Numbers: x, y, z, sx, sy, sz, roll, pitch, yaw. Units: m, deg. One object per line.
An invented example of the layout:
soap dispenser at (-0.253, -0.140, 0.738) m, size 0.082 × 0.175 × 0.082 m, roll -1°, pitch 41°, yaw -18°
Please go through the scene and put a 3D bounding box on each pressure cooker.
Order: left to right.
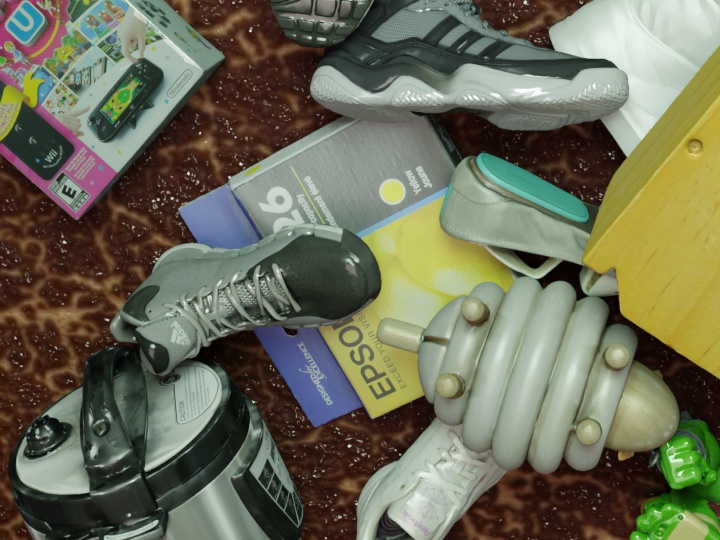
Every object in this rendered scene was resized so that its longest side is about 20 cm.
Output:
pressure cooker at (-0.146, 0.154, 0.961) m, size 0.176 × 0.179 × 0.200 m, roll 5°, pitch 125°, yaw 41°

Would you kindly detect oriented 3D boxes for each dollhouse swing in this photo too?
dollhouse swing at (0.259, -0.047, 0.816) m, size 0.200 × 0.176 × 0.182 m, roll 32°, pitch 120°, yaw -8°

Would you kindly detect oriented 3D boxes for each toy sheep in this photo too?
toy sheep at (0.105, 0.064, 0.882) m, size 0.200 × 0.138 × 0.138 m, roll 22°, pitch 112°, yaw 11°

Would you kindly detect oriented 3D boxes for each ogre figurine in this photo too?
ogre figurine at (0.241, 0.186, 0.952) m, size 0.098 × 0.120 × 0.200 m, roll -35°, pitch 100°, yaw 23°

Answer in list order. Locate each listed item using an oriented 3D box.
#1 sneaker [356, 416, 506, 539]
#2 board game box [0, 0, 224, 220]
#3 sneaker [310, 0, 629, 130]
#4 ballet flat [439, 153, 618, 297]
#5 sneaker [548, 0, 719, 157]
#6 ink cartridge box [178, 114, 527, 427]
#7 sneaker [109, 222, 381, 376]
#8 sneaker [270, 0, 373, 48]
sneaker at (0.069, 0.143, 0.976) m, size 0.075 × 0.100 × 0.200 m, roll 38°, pitch 110°, yaw -5°
board game box at (-0.216, -0.156, 0.935) m, size 0.200 × 0.064 × 0.148 m, roll 42°, pitch 110°, yaw -6°
sneaker at (0.068, -0.150, 0.857) m, size 0.200 × 0.075 × 0.114 m, roll 4°, pitch 83°, yaw 18°
ballet flat at (0.145, -0.017, 0.913) m, size 0.200 × 0.067 × 0.064 m, roll 20°, pitch 116°, yaw -13°
sneaker at (0.222, -0.103, 0.875) m, size 0.115 × 0.074 × 0.200 m, roll -34°, pitch 100°, yaw 22°
ink cartridge box at (0.000, 0.000, 0.966) m, size 0.200 × 0.047 × 0.198 m, roll -28°, pitch 104°, yaw 15°
sneaker at (-0.087, 0.031, 0.918) m, size 0.200 × 0.115 × 0.075 m, roll -7°, pitch 115°, yaw 39°
sneaker at (-0.013, -0.238, 0.854) m, size 0.076 × 0.088 × 0.200 m, roll 5°, pitch 100°, yaw 3°
